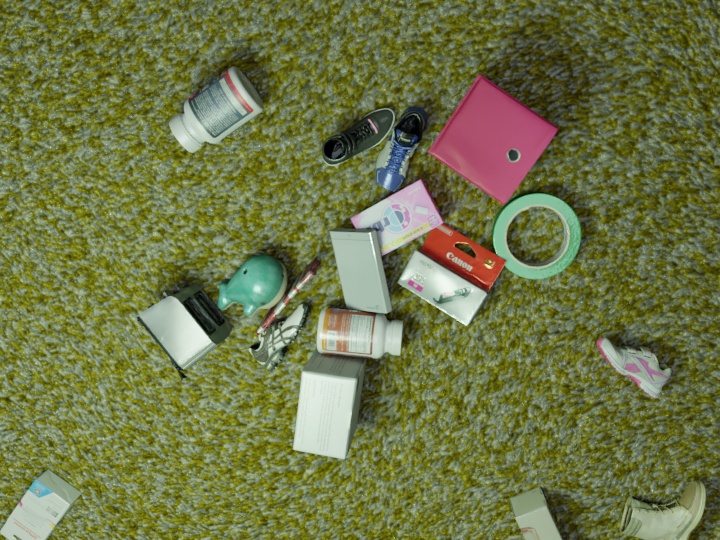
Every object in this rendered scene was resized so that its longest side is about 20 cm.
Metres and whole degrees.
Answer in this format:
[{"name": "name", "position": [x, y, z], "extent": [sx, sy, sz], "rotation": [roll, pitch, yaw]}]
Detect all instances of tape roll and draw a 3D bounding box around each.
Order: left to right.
[{"name": "tape roll", "position": [0.408, -0.082, 1.653], "extent": [0.200, 0.048, 0.201], "rotation": [1, 102, 6]}]

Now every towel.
[{"name": "towel", "position": [-0.170, 0.062, 1.690], "extent": [0.023, 0.144, 0.200], "rotation": [41, 102, -7]}]

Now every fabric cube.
[{"name": "fabric cube", "position": [0.283, -0.286, 1.547], "extent": [0.199, 0.200, 0.196], "rotation": [35, 104, -1]}]

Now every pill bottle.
[{"name": "pill bottle", "position": [-0.335, -0.365, 1.637], "extent": [0.200, 0.120, 0.120], "rotation": [-32, 96, 10]}, {"name": "pill bottle", "position": [0.001, 0.153, 1.708], "extent": [0.199, 0.112, 0.113], "rotation": [5, 102, 4]}]

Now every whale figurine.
[{"name": "whale figurine", "position": [-0.273, 0.032, 1.700], "extent": [0.200, 0.104, 0.159], "rotation": [-15, 59, 26]}]

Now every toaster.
[{"name": "toaster", "position": [-0.417, 0.137, 1.712], "extent": [0.119, 0.181, 0.200], "rotation": [-37, 95, 10]}]

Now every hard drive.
[{"name": "hard drive", "position": [0.000, 0.000, 1.673], "extent": [0.132, 0.027, 0.200], "rotation": [5, 115, 42]}]

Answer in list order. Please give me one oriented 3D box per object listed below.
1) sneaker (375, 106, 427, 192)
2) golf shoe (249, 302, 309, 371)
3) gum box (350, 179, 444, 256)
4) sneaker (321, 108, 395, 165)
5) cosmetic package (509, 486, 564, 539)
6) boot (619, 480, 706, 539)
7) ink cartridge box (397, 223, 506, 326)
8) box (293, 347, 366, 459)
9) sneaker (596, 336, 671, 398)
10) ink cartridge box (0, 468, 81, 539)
[{"name": "sneaker", "position": [0.088, -0.280, 1.612], "extent": [0.080, 0.115, 0.200], "rotation": [24, 102, 2]}, {"name": "golf shoe", "position": [-0.201, 0.151, 1.746], "extent": [0.094, 0.078, 0.200], "rotation": [35, 101, -1]}, {"name": "gum box", "position": [0.083, -0.116, 1.663], "extent": [0.200, 0.066, 0.114], "rotation": [-28, 91, 12]}, {"name": "sneaker", "position": [-0.006, -0.304, 1.625], "extent": [0.200, 0.099, 0.071], "rotation": [-33, 94, 10]}, {"name": "cosmetic package", "position": [0.454, 0.659, 1.765], "extent": [0.087, 0.103, 0.200], "rotation": [-24, 96, 9]}, {"name": "boot", "position": [0.739, 0.584, 1.738], "extent": [0.154, 0.072, 0.200], "rotation": [20, 103, 4]}, {"name": "ink cartridge box", "position": [0.214, 0.005, 1.666], "extent": [0.200, 0.044, 0.174], "rotation": [32, 104, 16]}, {"name": "box", "position": [-0.070, 0.310, 1.701], "extent": [0.130, 0.200, 0.199], "rotation": [9, 101, 6]}, {"name": "sneaker", "position": [0.646, 0.210, 1.673], "extent": [0.200, 0.081, 0.088], "rotation": [35, 101, -10]}, {"name": "ink cartridge box", "position": [-0.864, 0.653, 1.916], "extent": [0.115, 0.068, 0.200], "rotation": [38, 102, -2]}]
